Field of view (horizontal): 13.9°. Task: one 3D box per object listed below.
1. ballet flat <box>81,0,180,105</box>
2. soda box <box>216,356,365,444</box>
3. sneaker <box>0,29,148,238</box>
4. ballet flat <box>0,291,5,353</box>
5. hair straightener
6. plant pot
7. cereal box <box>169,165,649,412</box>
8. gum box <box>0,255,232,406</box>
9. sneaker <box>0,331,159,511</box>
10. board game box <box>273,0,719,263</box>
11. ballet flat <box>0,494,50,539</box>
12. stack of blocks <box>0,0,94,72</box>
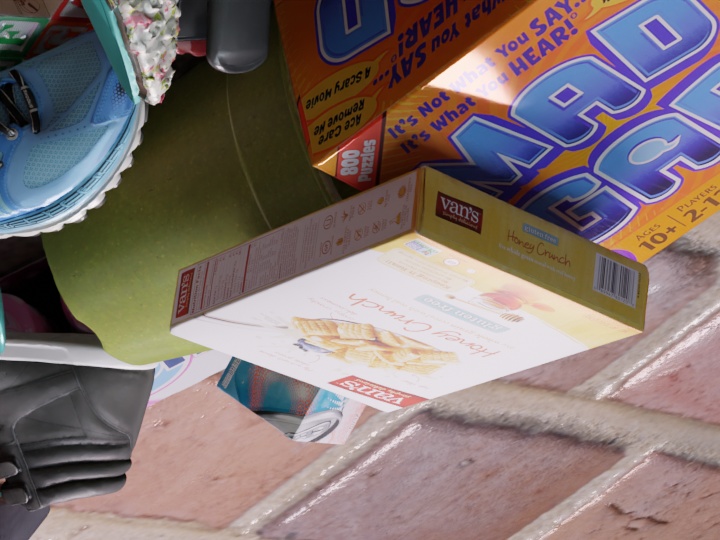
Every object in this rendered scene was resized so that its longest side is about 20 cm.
[{"bbox_3d":[-0.115,-0.165,1.317,0.064,0.076,0.200,-30,121,-6],"label":"ballet flat"},{"bbox_3d":[0.000,0.000,1.705,0.200,0.064,0.068,-62,153,9],"label":"soda box"},{"bbox_3d":[-0.191,-0.053,1.401,0.200,0.078,0.090,-32,147,11],"label":"sneaker"},{"bbox_3d":[-0.217,0.001,1.515,0.072,0.200,0.072,-3,110,-7],"label":"ballet flat"},{"bbox_3d":[-0.042,-0.185,1.340,0.041,0.077,0.200,0,109,-38],"label":"hair straightener"},{"bbox_3d":[-0.064,-0.037,1.576,0.190,0.200,0.200,-22,156,23],"label":"plant pot"},{"bbox_3d":[0.021,0.014,1.428,0.144,0.040,0.200,22,153,-31],"label":"cereal box"},{"bbox_3d":[-0.138,0.028,1.732,0.200,0.066,0.114,-26,154,4],"label":"gum box"},{"bbox_3d":[-0.213,0.083,1.638,0.199,0.099,0.071,4,-175,-6],"label":"sneaker"},{"bbox_3d":[0.095,-0.143,1.418,0.200,0.200,0.200,-36,139,28],"label":"board game box"},{"bbox_3d":[-0.286,0.194,1.909,0.200,0.073,0.073,-9,149,-30],"label":"ballet flat"},{"bbox_3d":[-0.144,-0.133,1.444,0.115,0.059,0.200,0,144,-40],"label":"stack of blocks"}]
